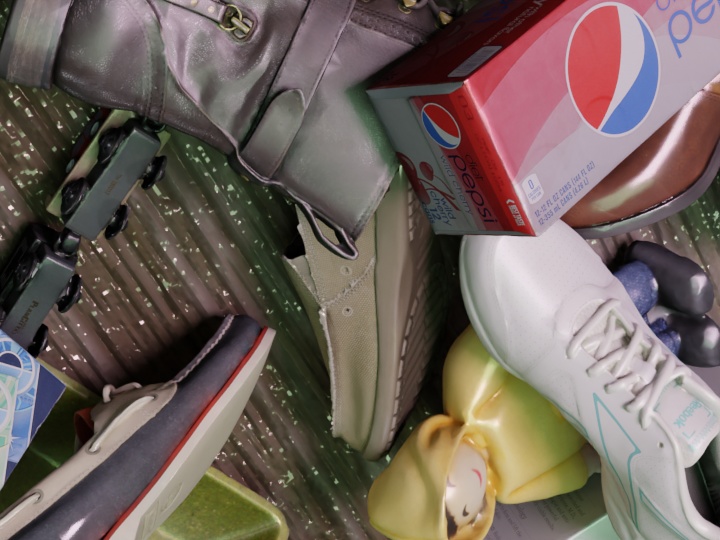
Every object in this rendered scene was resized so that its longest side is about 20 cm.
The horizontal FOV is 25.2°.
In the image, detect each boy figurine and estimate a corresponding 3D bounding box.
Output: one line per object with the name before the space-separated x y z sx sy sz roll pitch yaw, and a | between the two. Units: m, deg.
boy figurine | 0.085 0.060 0.774 0.199 0.064 0.125 -32 122 -26

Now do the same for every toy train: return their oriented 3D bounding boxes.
toy train | -0.107 -0.047 0.700 0.034 0.046 0.201 29 104 -28

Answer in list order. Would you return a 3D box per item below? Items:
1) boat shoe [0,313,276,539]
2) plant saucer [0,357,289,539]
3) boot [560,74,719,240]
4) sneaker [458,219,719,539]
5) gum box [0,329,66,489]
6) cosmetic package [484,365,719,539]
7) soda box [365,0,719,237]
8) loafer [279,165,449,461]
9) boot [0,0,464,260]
boat shoe | -0.106 0.085 0.712 0.062 0.200 0.071 30 144 9
plant saucer | -0.145 0.158 0.727 0.199 0.201 0.048 35 144 -25
boot | 0.125 -0.134 0.723 0.187 0.069 0.201 -33 119 -1
sneaker | 0.120 0.049 0.713 0.070 0.080 0.201 -41 102 -19
gum box | -0.236 0.051 0.624 0.200 0.171 0.044 43 139 -19
cosmetic package | 0.139 0.141 0.850 0.199 0.081 0.113 -32 120 -3
soda box | 0.099 -0.095 0.637 0.200 0.063 0.070 -40 114 -27
loafer | 0.000 0.000 0.745 0.068 0.076 0.202 15 126 18
boot | -0.036 -0.124 0.637 0.172 0.069 0.202 20 92 -9
